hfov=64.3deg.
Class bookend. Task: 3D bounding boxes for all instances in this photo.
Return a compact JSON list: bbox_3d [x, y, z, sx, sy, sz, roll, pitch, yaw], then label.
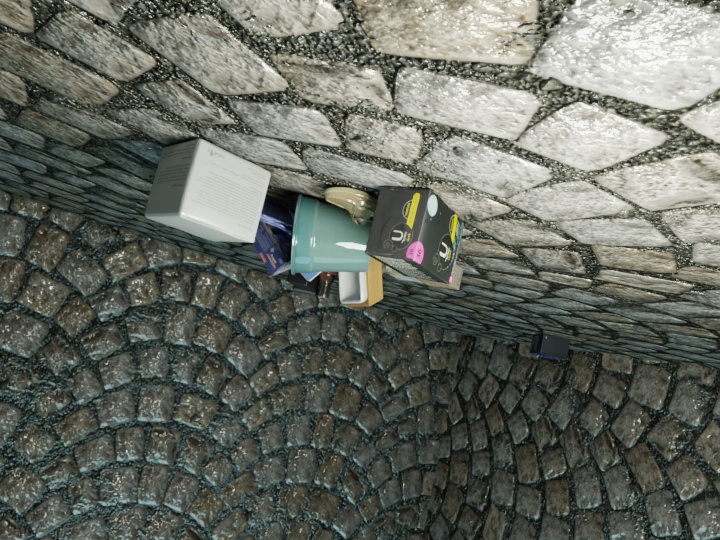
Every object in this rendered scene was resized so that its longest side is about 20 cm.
[{"bbox_3d":[-0.190,-0.040,1.807,0.090,0.205,0.198,10,172,19],"label":"bookend"}]

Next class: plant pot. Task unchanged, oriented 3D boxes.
[{"bbox_3d":[-0.068,-0.081,1.439,0.191,0.206,0.200,6,172,-1],"label":"plant pot"}]

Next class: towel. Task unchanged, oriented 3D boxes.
[{"bbox_3d":[-0.245,-0.154,1.494,0.142,0.024,0.200,22,-166,-20],"label":"towel"}]

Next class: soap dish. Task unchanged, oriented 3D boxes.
[{"bbox_3d":[0.000,0.000,1.652,0.080,0.206,0.156,-2,177,-28],"label":"soap dish"}]

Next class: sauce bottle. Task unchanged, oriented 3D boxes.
[{"bbox_3d":[-0.100,-0.012,1.836,0.064,0.205,0.066,13,174,2],"label":"sauce bottle"}]

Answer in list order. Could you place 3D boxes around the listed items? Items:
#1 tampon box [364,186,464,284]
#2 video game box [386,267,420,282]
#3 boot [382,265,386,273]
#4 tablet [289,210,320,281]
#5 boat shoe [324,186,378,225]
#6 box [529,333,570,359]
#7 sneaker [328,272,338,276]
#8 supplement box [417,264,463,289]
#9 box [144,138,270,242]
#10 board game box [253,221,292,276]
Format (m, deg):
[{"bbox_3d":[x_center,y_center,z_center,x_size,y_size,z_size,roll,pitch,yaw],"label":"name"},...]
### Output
[{"bbox_3d":[0.123,-0.073,1.244,0.124,0.153,0.199,9,170,33],"label":"tampon box"},{"bbox_3d":[0.170,-0.001,1.994,0.197,0.048,0.181,7,171,39],"label":"video game box"},{"bbox_3d":[0.000,-0.049,1.920,0.197,0.071,0.147,27,160,5],"label":"boot"},{"bbox_3d":[-0.180,-0.071,1.698,0.200,0.014,0.129,48,126,-9],"label":"tablet"},{"bbox_3d":[0.008,-0.138,1.310,0.196,0.067,0.072,16,171,-13],"label":"boat shoe"},{"bbox_3d":[0.999,0.404,3.032,0.144,0.107,0.200,14,172,3],"label":"box"},{"bbox_3d":[-0.062,-0.020,1.763,0.196,0.076,0.081,20,167,-4],"label":"sneaker"},{"bbox_3d":[0.224,-0.003,1.795,0.124,0.075,0.199,8,170,37],"label":"supplement box"},{"bbox_3d":[-0.348,-0.173,1.305,0.198,0.175,0.197,22,169,-42],"label":"box"},{"bbox_3d":[-0.216,-0.082,1.587,0.061,0.202,0.199,-40,161,21],"label":"board game box"}]
